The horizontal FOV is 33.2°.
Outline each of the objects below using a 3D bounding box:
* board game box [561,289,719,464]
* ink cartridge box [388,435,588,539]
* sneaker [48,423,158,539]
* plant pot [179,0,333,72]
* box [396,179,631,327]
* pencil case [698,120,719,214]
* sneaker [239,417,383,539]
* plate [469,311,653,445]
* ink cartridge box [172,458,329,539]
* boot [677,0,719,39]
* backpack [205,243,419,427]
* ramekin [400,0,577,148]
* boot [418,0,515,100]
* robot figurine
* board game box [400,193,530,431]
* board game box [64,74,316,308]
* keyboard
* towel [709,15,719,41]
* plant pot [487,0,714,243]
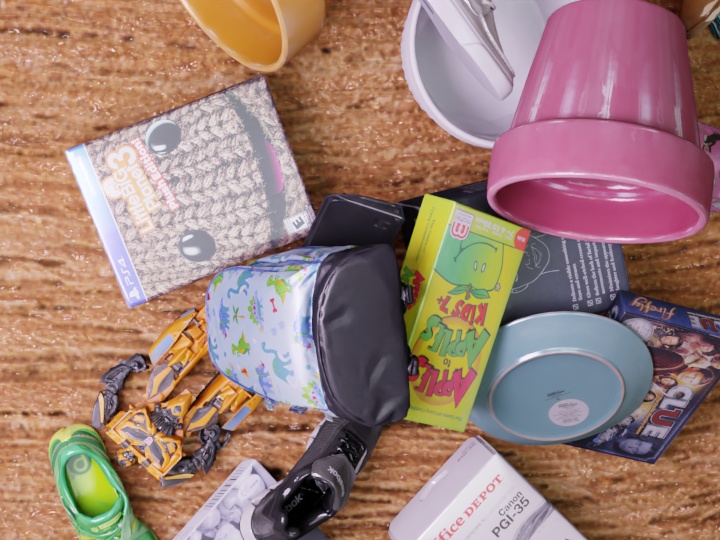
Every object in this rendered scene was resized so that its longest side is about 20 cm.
[{"bbox_3d":[0.286,0.115,1.244,0.135,0.035,0.201,13,131,-11],"label":"board game box"},{"bbox_3d":[0.149,0.297,1.272,0.200,0.083,0.147,44,87,-11],"label":"ink cartridge box"},{"bbox_3d":[-0.254,0.250,1.194,0.074,0.084,0.201,-28,101,-6],"label":"sneaker"},{"bbox_3d":[-0.072,-0.320,1.127,0.183,0.200,0.201,-41,101,-19],"label":"plant pot"},{"bbox_3d":[0.154,-0.018,1.230,0.199,0.107,0.150,-14,98,-9],"label":"box"},{"bbox_3d":[0.310,-0.133,1.261,0.199,0.087,0.083,25,59,-12],"label":"pencil case"},{"bbox_3d":[-0.031,0.202,1.204,0.200,0.090,0.067,-45,103,-26],"label":"sneaker"},{"bbox_3d":[0.194,0.118,1.205,0.199,0.026,0.201,-1,133,-1],"label":"plate"},{"bbox_3d":[-0.110,0.331,1.214,0.200,0.043,0.198,49,62,-12],"label":"ink cartridge box"},{"bbox_3d":[0.322,-0.349,1.224,0.154,0.074,0.201,28,76,-13],"label":"boot"},{"bbox_3d":[-0.053,0.050,1.101,0.153,0.200,0.164,-9,103,-20],"label":"backpack"},{"bbox_3d":[0.133,-0.221,1.207,0.199,0.105,0.202,-1,95,-10],"label":"ramekin"},{"bbox_3d":[0.104,-0.261,1.106,0.095,0.074,0.200,-36,100,1],"label":"boot"},{"bbox_3d":[-0.173,0.121,1.209,0.145,0.058,0.200,43,87,-10],"label":"robot figurine"},{"bbox_3d":[0.079,0.041,1.125,0.101,0.048,0.201,17,92,-37],"label":"board game box"},{"bbox_3d":[-0.162,-0.078,1.172,0.199,0.097,0.160,-23,99,-7],"label":"board game box"},{"bbox_3d":[0.000,0.000,1.179,0.126,0.200,0.021,18,51,-9],"label":"keyboard"},{"bbox_3d":[0.430,-0.360,1.289,0.199,0.022,0.147,-33,101,-6],"label":"towel"},{"bbox_3d":[0.220,-0.136,1.091,0.199,0.200,0.180,11,77,-11],"label":"plant pot"}]
